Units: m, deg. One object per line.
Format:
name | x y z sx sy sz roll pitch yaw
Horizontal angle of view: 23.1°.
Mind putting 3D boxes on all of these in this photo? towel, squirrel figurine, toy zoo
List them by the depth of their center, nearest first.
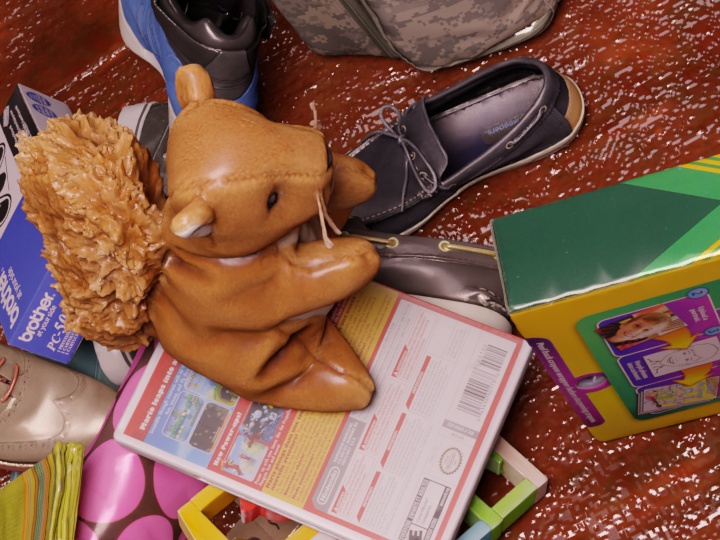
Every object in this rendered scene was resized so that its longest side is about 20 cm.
squirrel figurine | -0.088 -0.021 0.922 0.199 0.187 0.142 1 68 6
toy zoo | -0.009 0.139 0.987 0.200 0.021 0.131 -36 62 -24
towel | -0.210 0.165 1.035 0.200 0.018 0.087 -34 46 53

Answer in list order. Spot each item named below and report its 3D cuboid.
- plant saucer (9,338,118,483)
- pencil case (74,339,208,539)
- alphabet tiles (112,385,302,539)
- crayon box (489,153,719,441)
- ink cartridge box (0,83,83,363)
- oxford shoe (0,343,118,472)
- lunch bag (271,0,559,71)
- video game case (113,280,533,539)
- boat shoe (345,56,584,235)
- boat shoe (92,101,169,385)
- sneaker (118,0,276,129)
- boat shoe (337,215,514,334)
plant saucer | -0.188 0.060 1.140 0.069 0.019 0.201 -8 64 21
pencil case | -0.110 0.104 1.049 0.201 0.093 0.091 -63 17 -12
alphabet tiles | -0.079 0.095 1.092 0.200 0.008 0.167 -48 59 -4
crayon box | 0.179 0.014 0.913 0.172 0.200 0.059 -17 62 14
ink cartridge box | -0.203 -0.034 1.116 0.094 0.044 0.200 -59 33 15
oxford shoe | -0.234 0.073 1.075 0.199 0.075 0.071 11 64 2
lunch bag | 0.027 -0.218 1.079 0.167 0.200 0.140 6 69 25
video game case | -0.021 0.070 0.990 0.199 0.017 0.144 21 72 13
boat shoe | 0.042 -0.074 1.088 0.199 0.062 0.075 -26 62 11
boat shoe | -0.130 -0.024 1.128 0.063 0.071 0.201 -6 63 19
sneaker | -0.108 -0.171 1.139 0.076 0.112 0.200 -2 41 -18
boat shoe | 0.000 0.000 1.063 0.200 0.072 0.061 13 68 14
